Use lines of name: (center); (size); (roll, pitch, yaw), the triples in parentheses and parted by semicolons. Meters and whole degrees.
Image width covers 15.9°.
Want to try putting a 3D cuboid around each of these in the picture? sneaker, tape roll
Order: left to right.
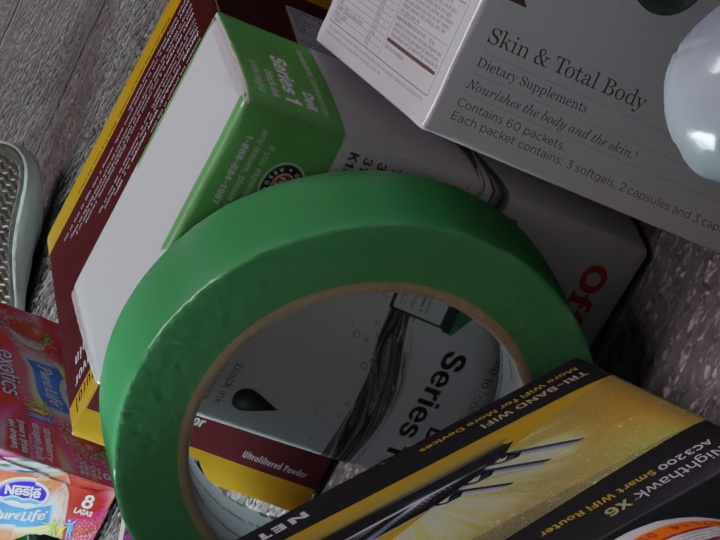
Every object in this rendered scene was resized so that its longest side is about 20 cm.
sneaker: (-0.274, 0.004, 1.946); (0.085, 0.072, 0.201); (5, -80, -81)
tape roll: (-0.005, 0.058, 1.051); (0.201, 0.200, 0.048); (-60, 25, 20)

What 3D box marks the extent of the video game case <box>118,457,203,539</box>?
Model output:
video game case: (-0.091, 0.214, 1.213); (0.182, 0.036, 0.201); (78, -162, -59)

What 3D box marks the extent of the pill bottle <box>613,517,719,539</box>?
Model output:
pill bottle: (0.138, 0.143, 0.753); (0.200, 0.114, 0.115); (11, 81, 68)

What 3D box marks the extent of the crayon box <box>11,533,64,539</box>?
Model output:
crayon box: (-0.081, 0.194, 1.085); (0.058, 0.200, 0.119); (-21, 58, 41)

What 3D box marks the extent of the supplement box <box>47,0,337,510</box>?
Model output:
supplement box: (-0.058, -0.023, 1.342); (0.198, 0.132, 0.200); (-60, 23, 22)

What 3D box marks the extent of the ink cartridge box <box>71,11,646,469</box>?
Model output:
ink cartridge box: (0.000, 0.000, 1.098); (0.146, 0.199, 0.084); (-61, 26, 21)

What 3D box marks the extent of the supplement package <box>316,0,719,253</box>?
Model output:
supplement package: (0.106, -0.139, 1.032); (0.201, 0.151, 0.151); (-65, 22, 9)

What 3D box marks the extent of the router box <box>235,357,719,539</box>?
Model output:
router box: (0.037, 0.113, 0.944); (0.199, 0.052, 0.157); (-28, 18, -14)

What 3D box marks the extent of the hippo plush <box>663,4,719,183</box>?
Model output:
hippo plush: (0.171, -0.108, 0.890); (0.159, 0.199, 0.162); (-123, 32, -72)

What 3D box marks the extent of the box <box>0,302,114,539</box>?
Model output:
box: (-0.225, 0.113, 1.663); (0.100, 0.095, 0.200); (-61, 23, 20)
